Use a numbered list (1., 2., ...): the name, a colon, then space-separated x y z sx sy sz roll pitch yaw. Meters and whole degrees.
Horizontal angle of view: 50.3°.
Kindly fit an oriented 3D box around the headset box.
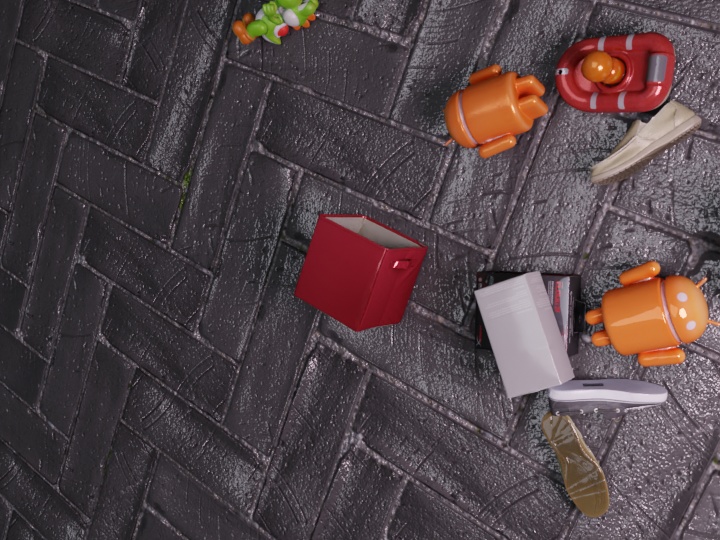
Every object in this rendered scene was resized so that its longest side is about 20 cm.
1. headset box: 0.317 0.078 1.411 0.200 0.075 0.149 4 94 32

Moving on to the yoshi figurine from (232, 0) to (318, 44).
1. yoshi figurine: -0.191 -0.582 1.701 0.200 0.112 0.113 -12 79 29

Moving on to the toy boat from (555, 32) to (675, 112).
1. toy boat: 0.416 -0.337 1.293 0.200 0.131 0.131 10 96 45

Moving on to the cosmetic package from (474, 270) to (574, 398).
1. cosmetic package: 0.286 0.111 1.339 0.107 0.090 0.200 -19 85 32

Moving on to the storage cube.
1. storage cube: 0.000 0.000 1.557 0.200 0.171 0.180 27 107 28

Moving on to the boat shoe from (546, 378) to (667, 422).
1. boat shoe: 0.427 0.232 1.335 0.200 0.070 0.066 -2 103 11

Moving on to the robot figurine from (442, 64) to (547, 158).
1. robot figurine: 0.242 -0.298 1.426 0.200 0.117 0.144 -15 111 31

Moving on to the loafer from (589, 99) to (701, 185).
1. loafer: 0.475 -0.217 1.307 0.200 0.076 0.068 -33 73 19

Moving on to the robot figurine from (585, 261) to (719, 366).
1. robot figurine: 0.481 0.073 1.273 0.200 0.117 0.144 -17 45 32

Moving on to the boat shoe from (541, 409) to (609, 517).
1. boat shoe: 0.391 0.345 1.391 0.073 0.063 0.201 -30 82 17
